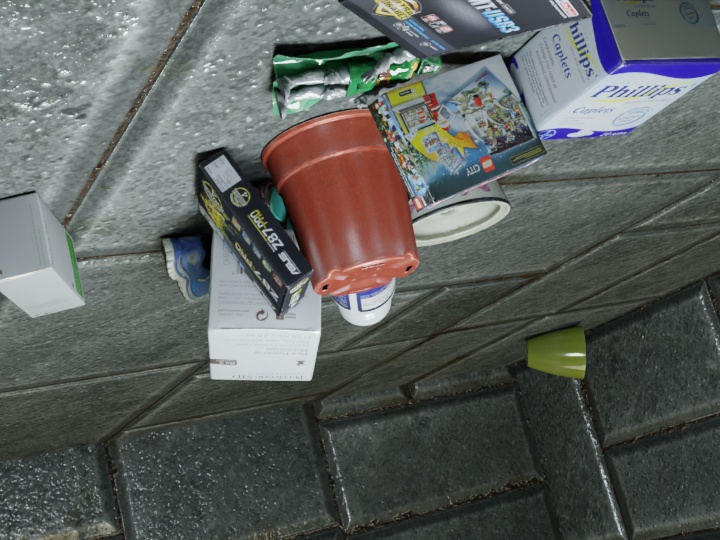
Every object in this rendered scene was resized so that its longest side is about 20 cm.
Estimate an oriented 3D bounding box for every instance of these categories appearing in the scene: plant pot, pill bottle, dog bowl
[{"bbox_3d":[0.693,0.293,3.685,0.197,0.190,0.187,-1,167,4],"label":"plant pot"},{"bbox_3d":[0.000,0.000,1.681,0.114,0.117,0.201,-14,147,-5],"label":"pill bottle"},{"bbox_3d":[0.144,-0.109,1.696,0.197,0.075,0.200,-14,166,-3],"label":"dog bowl"},{"bbox_3d":[-0.014,-0.081,1.375,0.198,0.198,0.201,-15,166,-4],"label":"plant pot"}]

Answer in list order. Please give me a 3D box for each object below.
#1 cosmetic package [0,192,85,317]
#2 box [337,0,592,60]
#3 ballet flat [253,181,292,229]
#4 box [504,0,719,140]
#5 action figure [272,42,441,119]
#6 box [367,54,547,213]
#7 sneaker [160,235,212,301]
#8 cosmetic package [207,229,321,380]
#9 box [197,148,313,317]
[{"bbox_3d":[-0.435,-0.015,1.367,0.084,0.109,0.200,-13,167,-7],"label":"cosmetic package"},{"bbox_3d":[0.105,-0.274,0.996,0.196,0.051,0.199,-8,170,25],"label":"box"},{"bbox_3d":[-0.132,-0.082,1.541,0.070,0.070,0.200,2,166,17],"label":"ballet flat"},{"bbox_3d":[0.306,-0.250,1.259,0.182,0.106,0.200,-8,164,-30],"label":"box"},{"bbox_3d":[0.000,-0.220,1.162,0.197,0.055,0.118,-16,164,-14],"label":"action figure"},{"bbox_3d":[0.118,-0.165,1.217,0.198,0.138,0.038,-24,178,-35],"label":"box"},{"bbox_3d":[-0.255,-0.006,1.656,0.088,0.080,0.200,-13,166,0],"label":"sneaker"},{"bbox_3d":[-0.145,0.054,1.543,0.162,0.167,0.201,2,154,-6],"label":"cosmetic package"},{"bbox_3d":[-0.143,-0.046,1.373,0.049,0.201,0.161,-35,173,-15],"label":"box"}]
